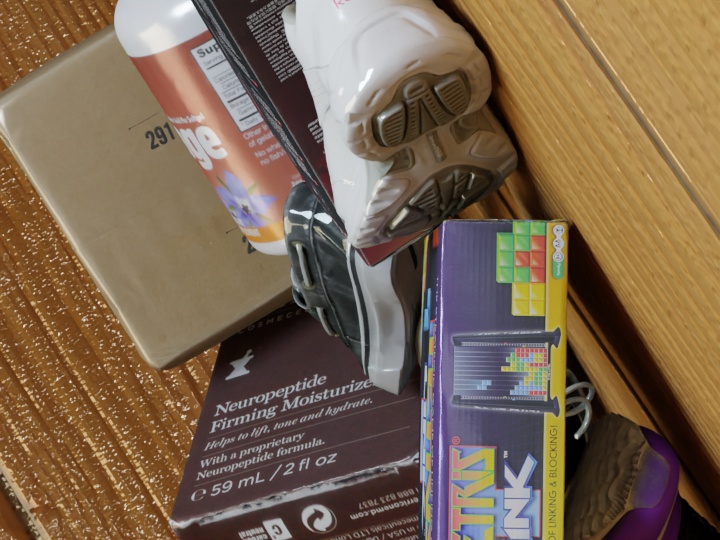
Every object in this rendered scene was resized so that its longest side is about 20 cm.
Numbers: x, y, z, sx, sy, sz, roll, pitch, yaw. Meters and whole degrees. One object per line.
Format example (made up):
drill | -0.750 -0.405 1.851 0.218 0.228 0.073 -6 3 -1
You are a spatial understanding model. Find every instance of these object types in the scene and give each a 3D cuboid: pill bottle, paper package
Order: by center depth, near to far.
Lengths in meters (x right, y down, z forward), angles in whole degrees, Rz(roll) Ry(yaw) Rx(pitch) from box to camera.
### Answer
pill bottle | -0.059 -0.117 1.413 0.200 0.112 0.112 58 178 -19
paper package | -0.085 -0.067 1.541 0.191 0.200 0.103 58 177 -5

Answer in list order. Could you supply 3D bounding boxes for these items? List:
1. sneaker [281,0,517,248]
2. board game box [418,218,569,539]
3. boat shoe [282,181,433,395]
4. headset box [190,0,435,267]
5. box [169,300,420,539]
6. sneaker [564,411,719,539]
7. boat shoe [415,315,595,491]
sneaker | 0.011 -0.079 1.089 0.200 0.078 0.100 87 157 -68
board game box | 0.055 0.081 1.157 0.165 0.057 0.201 97 174 -87
boat shoe | 0.000 0.000 1.372 0.071 0.072 0.200 17 157 13
headset box | -0.024 -0.108 1.227 0.200 0.075 0.149 59 177 -41
box | 0.012 0.116 1.555 0.164 0.166 0.200 58 -153 -31
sneaker | 0.137 0.127 1.206 0.099 0.070 0.200 19 158 3
boat shoe | 0.085 0.073 1.423 0.062 0.075 0.200 56 175 38
